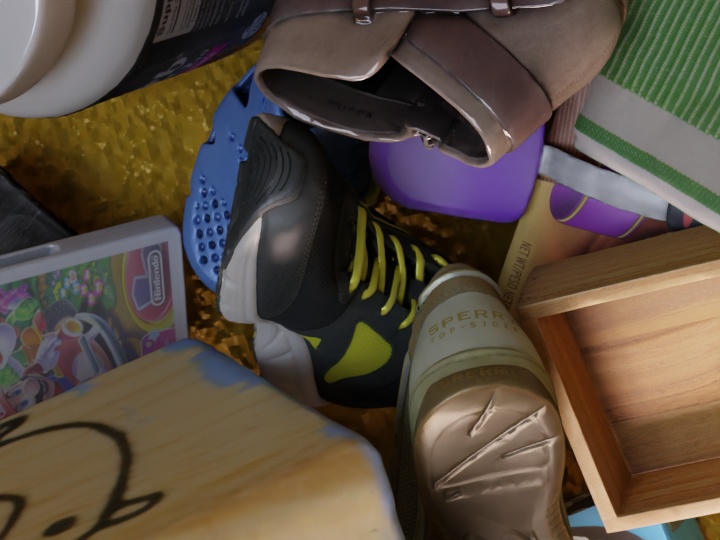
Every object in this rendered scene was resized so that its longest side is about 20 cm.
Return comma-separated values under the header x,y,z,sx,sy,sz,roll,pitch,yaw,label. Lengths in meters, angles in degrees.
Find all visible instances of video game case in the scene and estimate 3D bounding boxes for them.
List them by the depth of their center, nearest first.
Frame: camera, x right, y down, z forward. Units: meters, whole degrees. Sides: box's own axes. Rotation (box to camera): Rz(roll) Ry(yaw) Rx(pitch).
x,y,z,sx,sy,sz,roll,pitch,yaw,label
-0.161,0.067,0.977,0.018,0.199,0.144,38,137,53,video game case

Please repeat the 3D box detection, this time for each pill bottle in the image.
x,y,z,sx,sy,sz,roll,pitch,yaw,label
-0.108,-0.121,0.896,0.115,0.200,0.117,7,107,23,pill bottle

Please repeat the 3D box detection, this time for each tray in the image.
x,y,z,sx,sy,sz,roll,pitch,yaw,label
0.165,0.025,0.835,0.199,0.037,0.099,-14,114,25,tray

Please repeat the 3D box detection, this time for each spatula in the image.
x,y,z,sx,sy,sz,roll,pitch,yaw,label
0.099,-0.028,0.864,0.198,0.021,0.057,17,111,16,spatula

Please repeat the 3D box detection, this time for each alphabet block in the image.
x,y,z,sx,sy,sz,roll,pitch,yaw,label
-0.088,0.165,0.870,0.195,0.199,0.198,20,132,65,alphabet block

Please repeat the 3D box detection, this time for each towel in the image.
x,y,z,sx,sy,sz,roll,pitch,yaw,label
0.146,-0.108,0.771,0.152,0.023,0.202,38,114,53,towel

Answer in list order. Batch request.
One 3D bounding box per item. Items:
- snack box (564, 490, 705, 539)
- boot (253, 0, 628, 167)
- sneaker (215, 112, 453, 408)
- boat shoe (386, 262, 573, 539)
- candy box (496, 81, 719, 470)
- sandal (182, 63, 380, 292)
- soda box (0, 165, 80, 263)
x,y,z,sx,sy,sz,roll,pitch,yaw,label
0.062,0.167,0.988,0.199,0.037,0.117,-25,92,28,snack box
0.005,-0.119,0.839,0.199,0.147,0.070,19,155,28,boot
0.000,0.000,0.882,0.084,0.200,0.075,7,72,9,sneaker
0.041,0.083,0.894,0.073,0.063,0.201,-9,141,-2,boat shoe
0.129,-0.036,0.892,0.116,0.056,0.201,25,114,15,candy box
-0.016,-0.067,0.934,0.079,0.087,0.201,38,118,8,sandal
-0.201,0.047,1.011,0.071,0.063,0.200,40,88,11,soda box
